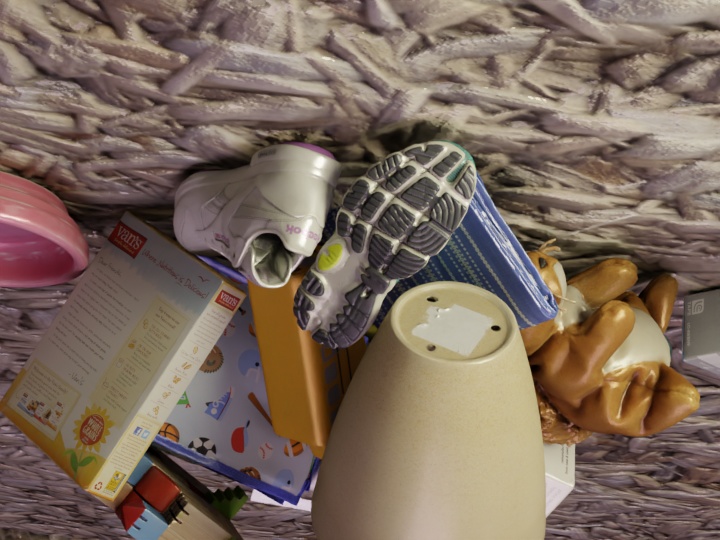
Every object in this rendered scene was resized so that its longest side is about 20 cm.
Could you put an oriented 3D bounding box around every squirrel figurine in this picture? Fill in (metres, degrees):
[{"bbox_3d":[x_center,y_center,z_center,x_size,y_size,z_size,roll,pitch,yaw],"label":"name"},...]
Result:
[{"bbox_3d":[0.150,0.063,1.363,0.186,0.142,0.200,23,140,-26],"label":"squirrel figurine"}]

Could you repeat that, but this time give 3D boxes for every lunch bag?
[{"bbox_3d":[-0.110,0.094,1.427,0.199,0.171,0.124,24,173,-13],"label":"lunch bag"}]

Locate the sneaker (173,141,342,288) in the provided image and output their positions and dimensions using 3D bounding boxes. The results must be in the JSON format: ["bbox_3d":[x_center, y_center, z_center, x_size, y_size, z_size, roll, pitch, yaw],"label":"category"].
[{"bbox_3d":[-0.090,-0.031,1.234,0.075,0.100,0.200,18,159,-28],"label":"sneaker"}]

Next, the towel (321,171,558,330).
[{"bbox_3d":[0.054,-0.006,1.264,0.200,0.024,0.145,-19,109,54],"label":"towel"}]

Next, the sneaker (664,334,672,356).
[{"bbox_3d":[0.186,0.075,1.486,0.200,0.074,0.118,-4,173,-27],"label":"sneaker"}]

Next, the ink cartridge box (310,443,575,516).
[{"bbox_3d":[0.071,0.167,1.467,0.199,0.084,0.146,27,127,-13],"label":"ink cartridge box"}]

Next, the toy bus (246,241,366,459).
[{"bbox_3d":[-0.037,0.071,1.335,0.065,0.078,0.201,12,124,34],"label":"toy bus"}]

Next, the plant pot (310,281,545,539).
[{"bbox_3d":[0.061,0.115,1.231,0.186,0.188,0.201,6,129,0],"label":"plant pot"}]

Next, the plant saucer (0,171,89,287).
[{"bbox_3d":[-0.322,-0.039,1.356,0.199,0.051,0.201,6,162,2],"label":"plant saucer"}]

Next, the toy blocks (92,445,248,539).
[{"bbox_3d":[-0.176,0.196,1.405,0.137,0.100,0.200,42,177,-23],"label":"toy blocks"}]

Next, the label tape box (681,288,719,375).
[{"bbox_3d":[0.397,0.053,1.401,0.143,0.066,0.200,21,158,-39],"label":"label tape box"}]

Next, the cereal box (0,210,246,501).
[{"bbox_3d":[-0.195,0.066,1.331,0.144,0.200,0.039,34,179,41],"label":"cereal box"}]

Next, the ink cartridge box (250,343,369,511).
[{"bbox_3d":[-0.016,0.162,1.678,0.162,0.057,0.201,12,128,-9],"label":"ink cartridge box"}]

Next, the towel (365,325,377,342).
[{"bbox_3d":[0.074,0.075,1.641,0.199,0.018,0.086,14,159,-24],"label":"towel"}]

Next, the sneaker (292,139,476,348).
[{"bbox_3d":[0.017,-0.029,1.193,0.077,0.080,0.200,41,128,-1],"label":"sneaker"}]
